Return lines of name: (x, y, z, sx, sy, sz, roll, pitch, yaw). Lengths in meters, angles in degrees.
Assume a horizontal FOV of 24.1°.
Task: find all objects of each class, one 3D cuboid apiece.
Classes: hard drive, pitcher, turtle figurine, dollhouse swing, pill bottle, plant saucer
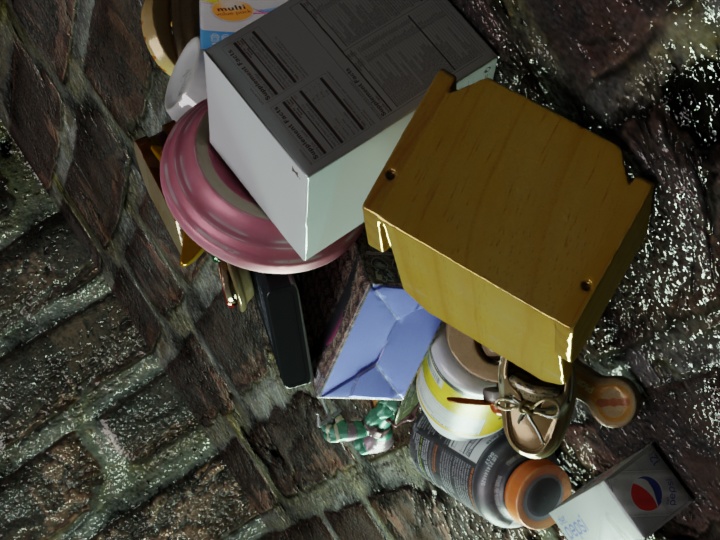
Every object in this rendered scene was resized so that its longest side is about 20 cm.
hard drive: (-0.092, -0.005, 1.636, 0.140, 0.033, 0.201, 82, 170, -47)
pitcher: (-0.081, -0.166, 1.683, 0.199, 0.122, 0.171, 22, 157, -22)
turtle figurine: (0.018, 0.129, 1.807, 0.100, 0.151, 0.200, 26, 163, 11)
dollhouse swing: (0.129, -0.029, 1.385, 0.199, 0.183, 0.176, 30, 179, 20)
pill bottle: (0.144, 0.211, 1.817, 0.200, 0.106, 0.107, 28, 147, 58)
plant saucer: (-0.082, -0.093, 1.542, 0.201, 0.200, 0.051, 51, 147, 18)
pill bottle: (0.115, 0.103, 1.697, 0.112, 0.112, 0.200, 52, 163, 16)

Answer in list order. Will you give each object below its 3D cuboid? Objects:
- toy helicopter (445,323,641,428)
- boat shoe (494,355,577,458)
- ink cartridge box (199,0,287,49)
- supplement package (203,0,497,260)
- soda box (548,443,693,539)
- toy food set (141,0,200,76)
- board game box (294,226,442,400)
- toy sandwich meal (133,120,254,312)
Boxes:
toy helicopter: (0.164, 0.091, 1.547, 0.199, 0.133, 0.079, 30, -166, 22)
boat shoe: (0.154, 0.078, 1.483, 0.073, 0.063, 0.202, 8, 110, 17)
ink cartridge box: (-0.092, -0.280, 1.561, 0.200, 0.114, 0.069, 103, 166, -68)
supplement package: (-0.011, -0.146, 1.449, 0.151, 0.199, 0.152, 50, 161, 19)
soda box: (0.249, 0.230, 1.631, 0.069, 0.063, 0.200, 54, 163, 8)
toy food set: (-0.163, -0.228, 1.816, 0.200, 0.048, 0.199, -68, -40, -60)
board game box: (0.000, 0.000, 1.650, 0.201, 0.096, 0.160, -111, 34, -42)
toy sandwich meal: (-0.162, -0.049, 1.634, 0.205, 0.070, 0.207, 162, 90, -84)
